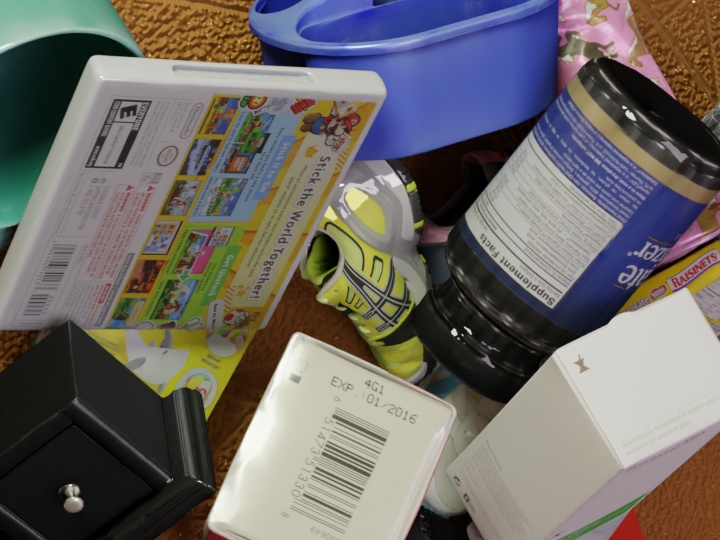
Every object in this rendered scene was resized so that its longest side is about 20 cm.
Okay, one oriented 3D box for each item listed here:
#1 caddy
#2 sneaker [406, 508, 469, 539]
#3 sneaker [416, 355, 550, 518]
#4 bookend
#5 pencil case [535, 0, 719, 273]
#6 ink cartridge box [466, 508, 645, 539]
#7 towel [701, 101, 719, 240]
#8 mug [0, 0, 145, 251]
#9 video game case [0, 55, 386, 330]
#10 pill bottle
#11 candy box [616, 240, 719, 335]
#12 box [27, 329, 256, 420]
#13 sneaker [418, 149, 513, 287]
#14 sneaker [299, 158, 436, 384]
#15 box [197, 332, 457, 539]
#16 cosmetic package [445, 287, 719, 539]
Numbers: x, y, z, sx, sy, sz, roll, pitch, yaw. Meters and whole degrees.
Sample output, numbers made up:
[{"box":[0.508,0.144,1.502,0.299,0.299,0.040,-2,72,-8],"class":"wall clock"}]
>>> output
[{"box":[0.030,-0.146,1.531,0.199,0.141,0.106,-18,118,-26],"class":"caddy"},{"box":[0.029,0.213,1.696,0.104,0.060,0.200,-33,146,12],"class":"sneaker"},{"box":[0.096,0.075,1.679,0.076,0.081,0.201,23,94,-36],"class":"sneaker"},{"box":[-0.222,0.100,1.442,0.200,0.092,0.199,-36,124,15],"class":"bookend"},{"box":[0.162,-0.097,1.612,0.086,0.083,0.201,-24,84,-34],"class":"pencil case"},{"box":[0.155,0.192,1.727,0.160,0.047,0.201,-49,136,-30],"class":"ink cartridge box"},{"box":[0.284,-0.074,1.688,0.165,0.200,0.086,-21,75,-30],"class":"towel"},{"box":[-0.217,-0.104,1.404,0.185,0.115,0.152,-45,149,19],"class":"mug"},{"box":[-0.101,-0.039,1.446,0.181,0.023,0.200,1,136,-31],"class":"video game case"},{"box":[0.122,-0.021,1.532,0.112,0.112,0.200,26,111,-34],"class":"pill bottle"},{"box":[0.214,0.025,1.674,0.102,0.026,0.200,-33,165,11],"class":"candy box"},{"box":[-0.127,0.032,1.552,0.117,0.048,0.201,30,91,-34],"class":"box"},{"box":[0.111,-0.055,1.654,0.200,0.070,0.082,-38,112,-22],"class":"sneaker"},{"box":[0.000,0.000,1.591,0.076,0.075,0.201,-26,134,-13],"class":"sneaker"},{"box":[-0.026,0.132,1.526,0.109,0.200,0.128,25,76,0],"class":"box"},{"box":[0.141,0.101,1.549,0.107,0.200,0.085,-24,76,-25],"class":"cosmetic package"}]
